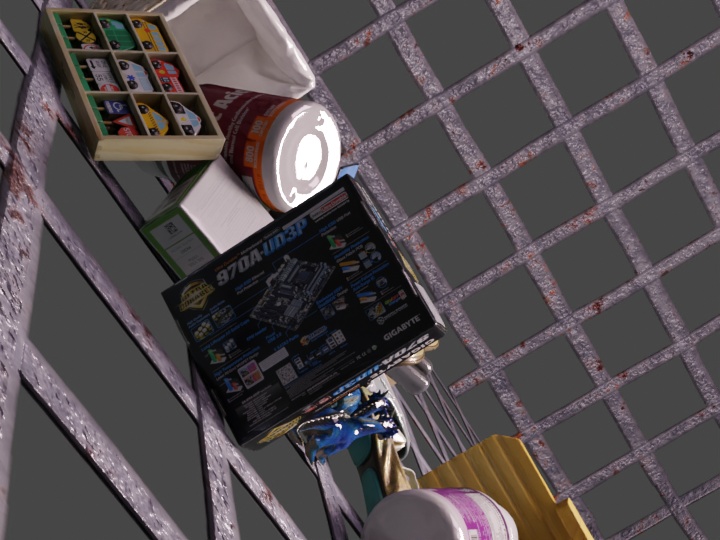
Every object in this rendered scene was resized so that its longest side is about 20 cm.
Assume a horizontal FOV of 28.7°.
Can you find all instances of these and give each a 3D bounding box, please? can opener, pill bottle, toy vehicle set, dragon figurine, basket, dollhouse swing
[{"bbox_3d":[-0.003,0.084,1.687,0.200,0.067,0.053,40,38,-23],"label":"can opener"},{"bbox_3d":[-0.130,-0.128,1.425,0.200,0.114,0.114,13,-25,33],"label":"pill bottle"},{"bbox_3d":[-0.222,-0.181,1.353,0.200,0.124,0.027,61,-38,36],"label":"toy vehicle set"},{"bbox_3d":[0.089,0.278,1.442,0.112,0.112,0.200,60,18,20],"label":"pill bottle"},{"bbox_3d":[-0.018,0.152,1.446,0.059,0.099,0.200,60,4,20],"label":"dragon figurine"},{"bbox_3d":[-0.198,-0.271,1.697,0.200,0.198,0.161,54,2,-41],"label":"basket"},{"bbox_3d":[0.140,0.292,1.596,0.176,0.200,0.182,60,5,10],"label":"dollhouse swing"}]

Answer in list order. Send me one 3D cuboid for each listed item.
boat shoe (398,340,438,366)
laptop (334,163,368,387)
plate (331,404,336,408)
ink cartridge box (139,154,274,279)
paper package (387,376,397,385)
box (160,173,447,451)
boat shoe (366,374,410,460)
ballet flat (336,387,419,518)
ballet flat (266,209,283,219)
[{"bbox_3d":[0.042,0.055,1.475,0.200,0.072,0.068,-32,118,-80],"label":"boat shoe"},{"bbox_3d":[0.000,0.000,1.523,0.200,0.116,0.187,55,8,-1],"label":"laptop"},{"bbox_3d":[-0.051,0.135,1.680,0.200,0.026,0.200,59,4,-6],"label":"plate"},{"bbox_3d":[-0.110,-0.001,1.345,0.200,0.059,0.104,50,33,-16],"label":"ink cartridge box"},{"bbox_3d":[-0.025,0.068,1.923,0.200,0.103,0.191,61,6,18],"label":"paper package"},{"bbox_3d":[-0.050,0.037,1.206,0.159,0.200,0.046,59,7,19],"label":"box"},{"bbox_3d":[0.007,0.145,1.642,0.201,0.070,0.072,59,0,-33],"label":"boat shoe"},{"bbox_3d":[0.026,0.212,1.558,0.071,0.071,0.200,51,20,-61],"label":"ballet flat"},{"bbox_3d":[-0.077,-0.066,1.512,0.068,0.068,0.200,48,-4,3],"label":"ballet flat"}]
